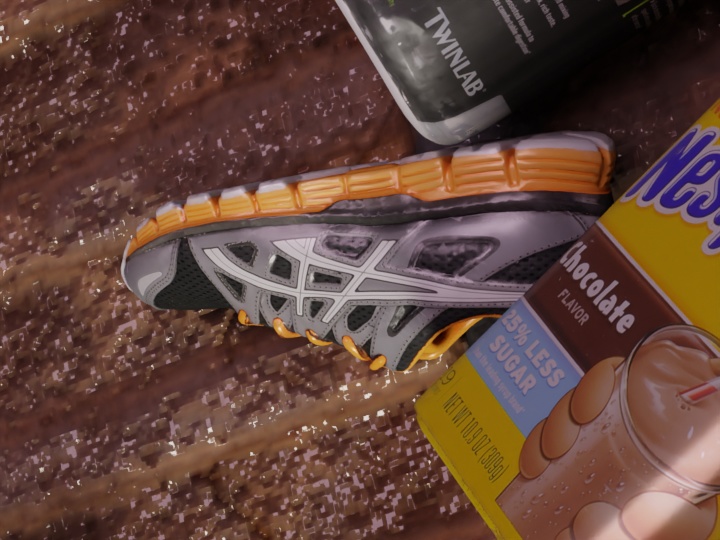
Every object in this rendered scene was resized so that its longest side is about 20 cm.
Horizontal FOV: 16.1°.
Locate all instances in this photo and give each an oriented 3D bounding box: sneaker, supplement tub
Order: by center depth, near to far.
[{"bbox_3d":[0.078,-0.141,0.852,0.199,0.123,0.123,-32,67,4],"label":"supplement tub"},{"bbox_3d":[0.000,0.000,0.904,0.199,0.078,0.078,-7,95,32],"label":"sneaker"}]

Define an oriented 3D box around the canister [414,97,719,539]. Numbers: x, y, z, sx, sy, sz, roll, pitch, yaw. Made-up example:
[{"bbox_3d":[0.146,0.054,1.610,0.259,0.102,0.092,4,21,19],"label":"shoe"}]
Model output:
[{"bbox_3d":[0.124,0.019,0.794,0.200,0.086,0.149,-45,35,6],"label":"canister"}]
